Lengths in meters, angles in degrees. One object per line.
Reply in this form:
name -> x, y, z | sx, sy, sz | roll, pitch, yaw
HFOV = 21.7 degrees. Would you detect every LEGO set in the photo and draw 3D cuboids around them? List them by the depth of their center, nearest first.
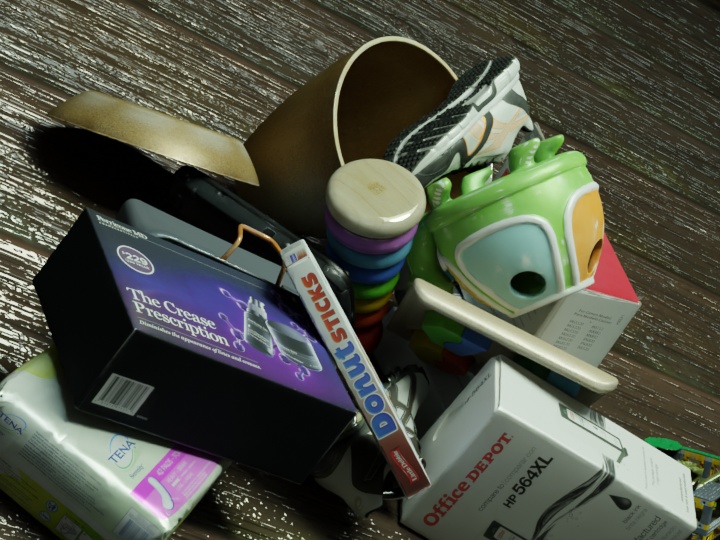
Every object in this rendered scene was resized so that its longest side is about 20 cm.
LEGO set -> 0.287, 0.237, 1.726 | 0.153, 0.116, 0.200 | 12, 12, 20

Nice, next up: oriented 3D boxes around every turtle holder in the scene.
turtle holder -> 0.120, -0.026, 1.600 | 0.141, 0.185, 0.132 | 80, -14, -89

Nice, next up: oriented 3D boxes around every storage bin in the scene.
storage bin -> -0.124, 0.020, 1.488 | 0.200, 0.146, 0.134 | 25, 16, -26

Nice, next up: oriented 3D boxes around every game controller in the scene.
game controller -> -0.085, -0.014, 1.623 | 0.200, 0.042, 0.104 | 34, -19, 22

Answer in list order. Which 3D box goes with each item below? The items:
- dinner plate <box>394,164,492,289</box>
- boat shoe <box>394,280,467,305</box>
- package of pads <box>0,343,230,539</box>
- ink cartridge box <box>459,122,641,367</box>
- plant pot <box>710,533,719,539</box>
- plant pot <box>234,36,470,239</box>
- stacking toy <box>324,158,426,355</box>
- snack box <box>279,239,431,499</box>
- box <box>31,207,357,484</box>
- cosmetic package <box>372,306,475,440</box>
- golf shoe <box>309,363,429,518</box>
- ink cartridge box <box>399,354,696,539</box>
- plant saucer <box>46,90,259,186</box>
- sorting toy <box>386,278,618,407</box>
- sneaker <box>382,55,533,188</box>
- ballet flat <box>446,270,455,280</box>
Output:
dinner plate -> 0.046, -0.081, 1.816 | 0.024, 0.200, 0.200 | 19, 29, -42
boat shoe -> 0.112, 0.040, 1.863 | 0.200, 0.070, 0.066 | 4, 40, -40
package of pads -> -0.174, 0.114, 1.309 | 0.154, 0.068, 0.200 | 39, 22, 1
ink cartridge box -> 0.178, -0.009, 1.751 | 0.084, 0.176, 0.200 | 14, 35, -26
plant pot -> 0.330, 0.332, 1.475 | 0.199, 0.200, 0.178 | 19, 40, -36
plant pot -> -0.020, -0.102, 1.750 | 0.186, 0.200, 0.187 | 12, 72, -40
stacking toy -> 0.000, 0.000, 1.628 | 0.085, 0.200, 0.086 | 6, 47, -6
snack box -> -0.004, 0.073, 1.415 | 0.200, 0.024, 0.072 | 63, -1, -13
box -> -0.117, 0.054, 1.324 | 0.200, 0.079, 0.141 | 24, 22, -38
cosmetic package -> 0.117, 0.121, 1.732 | 0.200, 0.052, 0.151 | 18, 32, -36
golf shoe -> 0.016, 0.143, 1.535 | 0.095, 0.078, 0.200 | 51, 31, 4
ink cartridge box -> 0.151, 0.184, 1.537 | 0.200, 0.146, 0.084 | 30, 29, -13
plant saucer -> -0.180, -0.123, 1.675 | 0.200, 0.036, 0.200 | 18, 2, -1
sorting toy -> 0.113, 0.076, 1.593 | 0.185, 0.037, 0.200 | 27, -11, 0
sneaker -> 0.094, -0.114, 1.675 | 0.200, 0.074, 0.080 | -42, 117, -37
ballet flat -> 0.105, -0.014, 1.949 | 0.200, 0.072, 0.072 | 8, 36, -51
